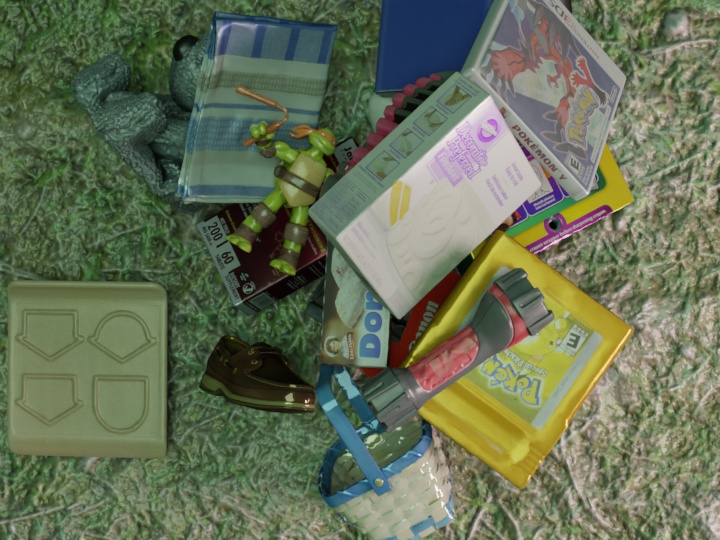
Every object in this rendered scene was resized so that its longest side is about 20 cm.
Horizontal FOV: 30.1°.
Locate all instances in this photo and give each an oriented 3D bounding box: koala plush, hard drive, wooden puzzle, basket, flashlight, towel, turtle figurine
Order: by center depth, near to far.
[{"bbox_3d":[0.091,0.077,1.301,0.199,0.068,0.068,-34,94,-3],"label":"flashlight"},{"bbox_3d":[-0.104,-0.159,1.362,0.146,0.024,0.201,0,116,-30],"label":"towel"},{"bbox_3d":[-0.073,-0.088,1.365,0.199,0.064,0.162,30,89,-23],"label":"turtle figurine"},{"bbox_3d":[0.012,0.187,1.413,0.138,0.176,0.201,-27,99,7],"label":"basket"},{"bbox_3d":[0.085,-0.287,1.422,0.131,0.025,0.202,2,83,28],"label":"hard drive"},{"bbox_3d":[-0.172,-0.182,1.434,0.200,0.177,0.184,-42,125,-1],"label":"koala plush"},{"bbox_3d":[-0.305,0.110,1.511,0.184,0.046,0.202,1,96,6],"label":"wooden puzzle"}]

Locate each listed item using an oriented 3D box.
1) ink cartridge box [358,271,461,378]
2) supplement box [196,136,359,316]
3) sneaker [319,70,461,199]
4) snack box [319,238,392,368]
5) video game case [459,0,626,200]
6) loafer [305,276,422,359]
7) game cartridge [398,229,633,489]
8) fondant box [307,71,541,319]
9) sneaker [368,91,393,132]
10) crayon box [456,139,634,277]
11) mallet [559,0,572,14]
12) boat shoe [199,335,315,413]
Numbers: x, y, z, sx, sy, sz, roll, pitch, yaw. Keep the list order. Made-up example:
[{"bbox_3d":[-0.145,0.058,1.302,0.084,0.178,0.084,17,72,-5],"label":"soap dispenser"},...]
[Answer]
[{"bbox_3d":[0.119,0.075,1.417,0.199,0.050,0.163,27,63,-7],"label":"ink cartridge box"},{"bbox_3d":[-0.066,-0.047,1.462,0.199,0.061,0.109,-30,72,4],"label":"supplement box"},{"bbox_3d":[0.051,-0.110,1.340,0.200,0.079,0.095,-47,125,2],"label":"sneaker"},{"bbox_3d":[0.000,0.000,1.395,0.071,0.024,0.202,2,81,8],"label":"snack box"},{"bbox_3d":[0.193,-0.198,1.368,0.182,0.201,0.023,44,137,-20],"label":"video game case"},{"bbox_3d":[0.038,0.063,1.463,0.199,0.072,0.063,25,89,8],"label":"loafer"},{"bbox_3d":[0.151,0.090,1.352,0.176,0.032,0.201,35,87,-4],"label":"game cartridge"},{"bbox_3d":[0.065,-0.070,1.294,0.200,0.144,0.058,-44,46,-5],"label":"fondant box"},{"bbox_3d":[0.065,-0.110,1.455,0.071,0.072,0.201,-24,87,7],"label":"sneaker"},{"bbox_3d":[0.164,-0.104,1.418,0.199,0.058,0.173,-27,89,-17],"label":"crayon box"},{"bbox_3d":[0.134,-0.275,1.459,0.199,0.041,0.066,-18,108,10],"label":"mallet"},{"bbox_3d":[-0.111,0.110,1.425,0.072,0.200,0.068,11,89,-32],"label":"boat shoe"}]
